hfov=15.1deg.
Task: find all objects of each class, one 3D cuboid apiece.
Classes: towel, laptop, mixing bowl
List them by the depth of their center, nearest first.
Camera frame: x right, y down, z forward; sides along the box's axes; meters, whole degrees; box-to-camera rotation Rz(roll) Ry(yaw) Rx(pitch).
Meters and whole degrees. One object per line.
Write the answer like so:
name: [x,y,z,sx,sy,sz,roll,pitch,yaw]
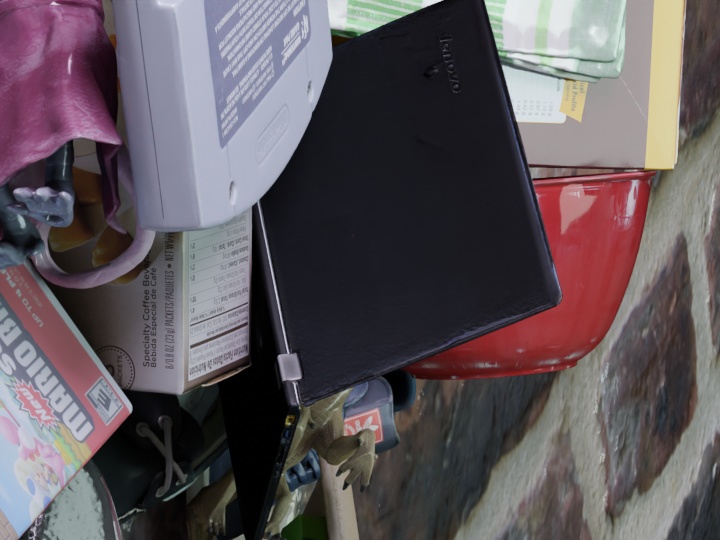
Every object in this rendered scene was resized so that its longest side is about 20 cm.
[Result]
laptop: [0.000,0.000,1.299,0.200,0.115,0.188,107,-23,-51]
towel: [0.061,-0.183,1.397,0.199,0.023,0.154,6,96,-29]
mixing bowl: [0.072,0.003,1.530,0.200,0.199,0.109,-8,93,-67]

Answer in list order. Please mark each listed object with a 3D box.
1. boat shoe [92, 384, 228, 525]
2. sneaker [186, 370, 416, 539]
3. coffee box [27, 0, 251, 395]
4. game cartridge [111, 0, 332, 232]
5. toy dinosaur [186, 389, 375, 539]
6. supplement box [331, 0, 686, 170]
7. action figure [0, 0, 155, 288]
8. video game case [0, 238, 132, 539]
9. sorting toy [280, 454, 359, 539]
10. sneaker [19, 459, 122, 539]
boat shoe: [-0.104,0.079,1.357,0.200,0.060,0.076,-51,139,-54]
sneaker: [-0.028,0.091,1.514,0.200,0.084,0.075,-48,137,-56]
coffee box: [-0.115,-0.052,1.240,0.080,0.114,0.201,-22,116,-66]
game cartridge: [-0.057,-0.099,1.154,0.200,0.041,0.134,-57,142,-61]
toy dinosaur: [-0.029,0.077,1.389,0.058,0.200,0.101,44,7,-21]
supplement box: [0.063,-0.159,1.498,0.199,0.133,0.199,1,95,-24]
action figure: [-0.128,-0.109,1.147,0.149,0.133,0.201,27,56,-55]
video game case: [-0.168,0.036,1.113,0.143,0.017,0.200,55,20,-7]
sorting toy: [-0.037,0.215,1.427,0.186,0.036,0.201,-100,-157,-52]
sneaker: [-0.135,0.179,1.218,0.115,0.075,0.201,175,-79,-69]
